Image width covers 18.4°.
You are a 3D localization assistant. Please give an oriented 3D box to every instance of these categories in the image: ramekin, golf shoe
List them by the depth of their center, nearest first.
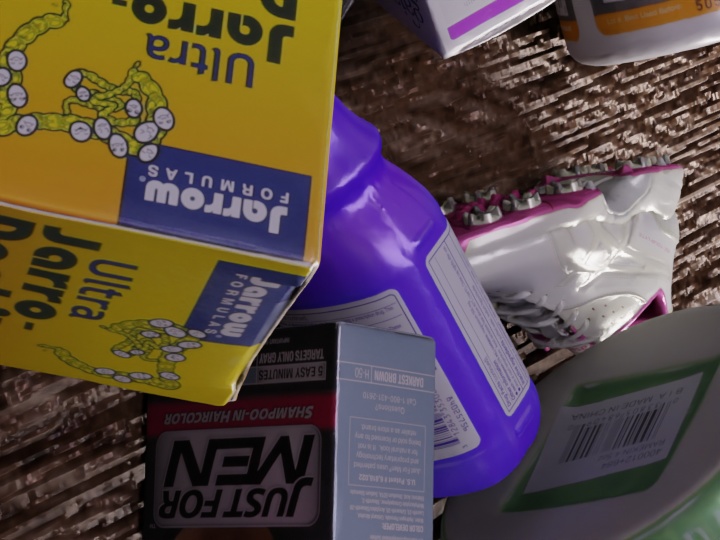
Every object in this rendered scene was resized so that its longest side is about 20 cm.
[{"bbox_3d":[0.131,0.105,0.958,0.098,0.200,0.200,54,48,-20],"label":"ramekin"},{"bbox_3d":[0.089,0.001,1.014,0.200,0.075,0.092,-14,99,-49],"label":"golf shoe"}]

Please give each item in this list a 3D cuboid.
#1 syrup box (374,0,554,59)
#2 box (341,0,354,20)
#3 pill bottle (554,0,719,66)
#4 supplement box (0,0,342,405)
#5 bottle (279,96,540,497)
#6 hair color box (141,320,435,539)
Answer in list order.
[{"bbox_3d":[0.021,-0.194,0.898,0.081,0.079,0.200,-29,128,-11],"label":"syrup box"},{"bbox_3d":[-0.071,-0.119,0.794,0.143,0.036,0.200,32,60,-1],"label":"box"},{"bbox_3d":[0.132,-0.206,1.056,0.116,0.116,0.201,-25,105,-48],"label":"pill bottle"},{"bbox_3d":[-0.069,-0.077,0.690,0.109,0.109,0.201,11,62,-13],"label":"supplement box"},{"bbox_3d":[0.000,0.000,0.898,0.065,0.083,0.200,-53,123,-41],"label":"bottle"},{"bbox_3d":[-0.029,0.124,0.835,0.061,0.099,0.201,11,77,-49],"label":"hair color box"}]
